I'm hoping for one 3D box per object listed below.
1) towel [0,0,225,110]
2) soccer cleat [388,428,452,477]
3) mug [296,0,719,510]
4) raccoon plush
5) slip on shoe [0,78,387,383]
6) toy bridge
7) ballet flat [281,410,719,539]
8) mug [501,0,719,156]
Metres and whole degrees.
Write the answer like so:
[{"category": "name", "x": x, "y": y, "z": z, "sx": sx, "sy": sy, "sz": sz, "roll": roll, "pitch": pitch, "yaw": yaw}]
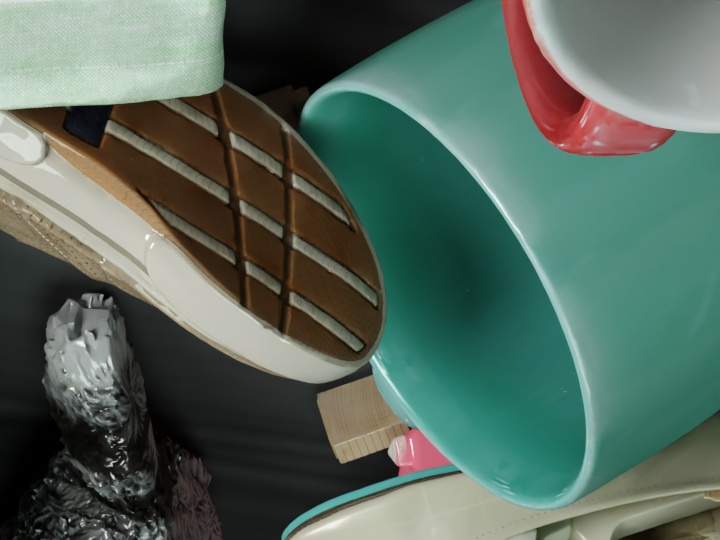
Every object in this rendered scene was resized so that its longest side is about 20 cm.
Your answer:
[{"category": "towel", "x": -0.106, "y": -0.130, "z": 0.620, "sx": 0.151, "sy": 0.023, "sz": 0.201, "roll": -6, "pitch": 123, "yaw": -15}, {"category": "soccer cleat", "x": 0.047, "y": 0.111, "z": 0.954, "sx": 0.076, "sy": 0.067, "sz": 0.201, "roll": -6, "pitch": 140, "yaw": -20}, {"category": "mug", "x": 0.061, "y": -0.018, "z": 0.780, "sx": 0.114, "sy": 0.185, "sz": 0.153, "roll": -30, "pitch": 109, "yaw": -22}, {"category": "raccoon plush", "x": -0.131, "y": 0.094, "z": 0.929, "sx": 0.133, "sy": 0.097, "sz": 0.201, "roll": -7, "pitch": 115, "yaw": 10}, {"category": "slip on shoe", "x": -0.081, "y": -0.029, "z": 0.736, "sx": 0.199, "sy": 0.076, "sz": 0.060, "roll": 33, "pitch": 141, "yaw": -21}, {"category": "toy bridge", "x": 0.000, "y": 0.000, "z": 0.870, "sx": 0.067, "sy": 0.027, "sz": 0.200, "roll": -18, "pitch": 143, "yaw": 0}, {"category": "ballet flat", "x": 0.071, "y": 0.093, "z": 0.838, "sx": 0.199, "sy": 0.070, "sz": 0.070, "roll": -14, "pitch": 144, "yaw": -15}, {"category": "mug", "x": 0.063, "y": -0.139, "z": 0.571, "sx": 0.133, "sy": 0.201, "sz": 0.177, "roll": 23, "pitch": 129, "yaw": -41}]
